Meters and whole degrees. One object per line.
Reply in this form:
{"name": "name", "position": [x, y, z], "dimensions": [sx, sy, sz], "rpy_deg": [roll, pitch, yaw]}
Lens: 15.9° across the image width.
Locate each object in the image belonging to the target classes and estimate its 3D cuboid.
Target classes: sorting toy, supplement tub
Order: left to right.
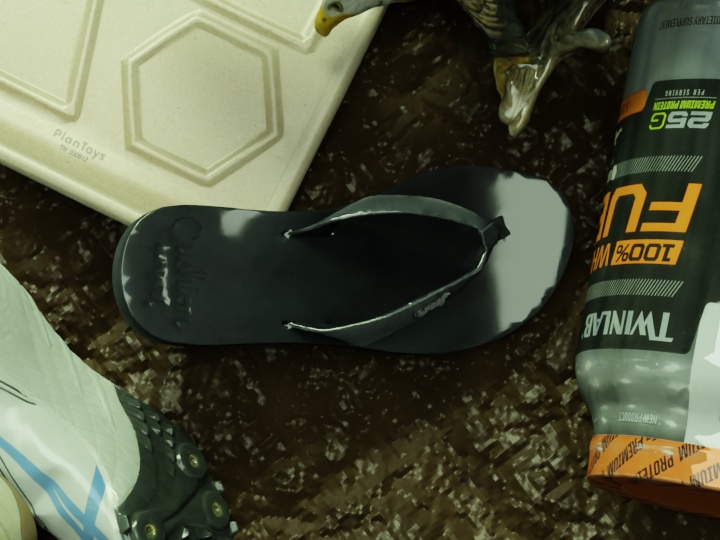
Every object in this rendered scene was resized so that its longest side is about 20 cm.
{"name": "sorting toy", "position": [-0.087, -0.119, 1.103], "dimensions": [0.184, 0.036, 0.201], "rpy_deg": [26, 76, 4]}
{"name": "supplement tub", "position": [0.155, -0.005, 1.035], "dimensions": [0.122, 0.123, 0.202], "rpy_deg": [11, 79, 2]}

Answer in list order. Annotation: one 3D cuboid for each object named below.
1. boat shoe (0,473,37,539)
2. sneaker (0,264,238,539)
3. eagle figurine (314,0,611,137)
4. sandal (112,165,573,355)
{"name": "boat shoe", "position": [-0.224, 0.072, 1.031], "dimensions": [0.199, 0.072, 0.065], "rpy_deg": [36, 47, 12]}
{"name": "sneaker", "position": [-0.124, 0.077, 1.056], "dimensions": [0.200, 0.072, 0.072], "rpy_deg": [48, 128, -1]}
{"name": "eagle figurine", "position": [0.014, -0.150, 1.031], "dimensions": [0.200, 0.152, 0.151], "rpy_deg": [43, 94, -14]}
{"name": "sandal", "position": [0.000, 0.001, 1.053], "dimensions": [0.199, 0.043, 0.077], "rpy_deg": [-8, 88, -19]}
